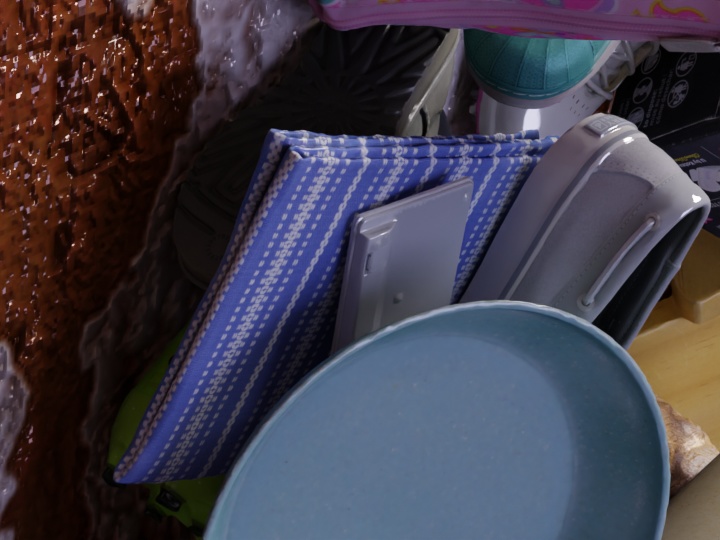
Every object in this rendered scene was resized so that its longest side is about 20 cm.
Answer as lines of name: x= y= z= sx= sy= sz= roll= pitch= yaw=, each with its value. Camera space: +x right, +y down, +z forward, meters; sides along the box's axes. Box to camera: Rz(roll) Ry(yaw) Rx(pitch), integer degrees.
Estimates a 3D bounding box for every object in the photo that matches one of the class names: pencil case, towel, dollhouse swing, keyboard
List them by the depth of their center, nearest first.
pencil case: x=0.076 y=-0.122 z=0.995 sx=0.087 sy=0.199 sz=0.088 roll=6 pitch=90 yaw=-72
towel: x=-0.001 y=0.009 z=1.006 sx=0.200 sy=0.024 sz=0.145 roll=-4 pitch=126 yaw=-55
keyboard: x=0.006 y=0.054 z=1.017 sx=0.056 sy=0.011 sz=0.200 roll=-25 pitch=138 yaw=-39
dollhouse swing: x=0.133 y=0.045 z=1.371 sx=0.182 sy=0.175 sz=0.200 roll=-101 pitch=179 yaw=-46

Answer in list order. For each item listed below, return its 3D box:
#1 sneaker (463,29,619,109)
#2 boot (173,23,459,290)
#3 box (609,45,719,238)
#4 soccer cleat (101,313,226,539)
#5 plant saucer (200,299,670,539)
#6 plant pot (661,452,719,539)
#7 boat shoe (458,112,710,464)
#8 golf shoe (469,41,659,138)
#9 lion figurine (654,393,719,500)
sneaker: x=0.095 y=-0.163 z=1.103 sx=0.080 sy=0.071 sz=0.200 roll=84 pitch=29 yaw=-65
boot: x=0.001 y=0.002 z=1.096 sx=0.182 sy=0.072 sz=0.200 roll=-48 pitch=151 yaw=-31
box: x=0.209 y=-0.121 z=1.223 sx=0.115 sy=0.132 sz=0.200 roll=29 pitch=67 yaw=-27
soccer cleat: x=-0.034 y=0.091 z=1.080 sx=0.081 sy=0.067 sz=0.200 roll=-59 pitch=147 yaw=-18
plant saucer: x=0.022 y=0.096 z=0.998 sx=0.200 sy=0.036 sz=0.201 roll=-13 pitch=119 yaw=-25
plant pot: x=0.163 y=0.178 z=1.160 sx=0.200 sy=0.187 sz=0.188 roll=-61 pitch=151 yaw=-32
boat shoe: x=0.075 y=0.038 z=1.056 sx=0.072 sy=0.068 sz=0.200 roll=-3 pitch=126 yaw=-56
golf shoe: x=0.114 y=-0.123 z=1.175 sx=0.075 sy=0.091 sz=0.200 roll=23 pitch=89 yaw=-63
lion figurine: x=0.073 y=0.098 z=1.236 sx=0.123 sy=0.199 sz=0.073 roll=100 pitch=-22 yaw=-69
